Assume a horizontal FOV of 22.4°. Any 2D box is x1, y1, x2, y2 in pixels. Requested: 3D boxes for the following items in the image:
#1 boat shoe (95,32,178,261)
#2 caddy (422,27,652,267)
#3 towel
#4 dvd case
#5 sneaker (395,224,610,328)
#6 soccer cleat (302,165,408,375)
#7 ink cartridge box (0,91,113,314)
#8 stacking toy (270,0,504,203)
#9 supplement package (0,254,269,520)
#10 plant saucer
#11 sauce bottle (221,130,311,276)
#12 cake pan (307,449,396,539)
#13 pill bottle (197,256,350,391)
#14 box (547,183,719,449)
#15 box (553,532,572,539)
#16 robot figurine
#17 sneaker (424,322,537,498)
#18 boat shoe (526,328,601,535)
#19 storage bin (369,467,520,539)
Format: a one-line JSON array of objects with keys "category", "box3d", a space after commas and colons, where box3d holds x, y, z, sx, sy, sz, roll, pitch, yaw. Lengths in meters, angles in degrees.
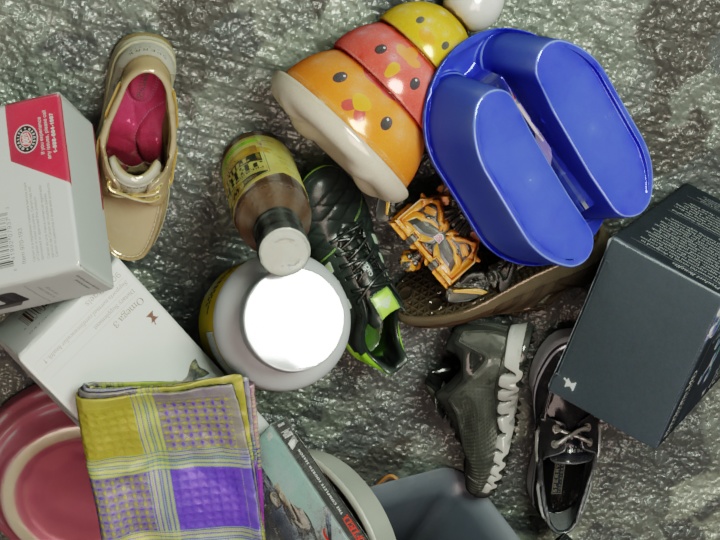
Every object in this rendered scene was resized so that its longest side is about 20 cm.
[{"category": "boat shoe", "box3d": [-0.187, -0.090, 1.488, 0.073, 0.069, 0.201, 2, 118, -9]}, {"category": "caddy", "box3d": [0.136, -0.095, 1.435, 0.141, 0.105, 0.201, -38, 110, -14]}, {"category": "towel", "box3d": [-0.150, 0.171, 1.474, 0.142, 0.023, 0.201, -3, 117, 1]}, {"category": "dvd case", "box3d": [-0.045, 0.240, 1.521, 0.022, 0.200, 0.146, -23, 162, -43]}, {"category": "sneaker", "box3d": [0.129, 0.018, 1.593, 0.199, 0.071, 0.076, -18, 141, 13]}, {"category": "soccer cleat", "box3d": [0.000, 0.000, 1.546, 0.067, 0.081, 0.201, -32, 128, -19]}, {"category": "ink cartridge box", "box3d": [-0.308, -0.041, 1.438, 0.199, 0.083, 0.146, -12, 75, 9]}, {"category": "stacking toy", "box3d": [0.038, -0.168, 1.464, 0.200, 0.146, 0.146, -48, 116, -2]}, {"category": "supplement package", "box3d": [-0.194, 0.091, 1.531, 0.117, 0.117, 0.200, -46, 112, -11]}, {"category": "plant saucer", "box3d": [-0.248, 0.190, 1.645, 0.199, 0.051, 0.202, -3, 119, -5]}, {"category": "sauce bottle", "box3d": [-0.072, -0.053, 1.448, 0.064, 0.200, 0.065, -4, 112, -10]}, {"category": "cake pan", "box3d": [-0.037, 0.241, 1.560, 0.037, 0.200, 0.201, -19, 128, -41]}, {"category": "pill bottle", "box3d": [-0.069, 0.042, 1.491, 0.111, 0.200, 0.113, 1, 87, -11]}, {"category": "box", "box3d": [0.261, 0.033, 1.532, 0.107, 0.200, 0.149, 29, 117, 18]}, {"category": "box", "box3d": [0.111, 0.340, 1.686, 0.049, 0.160, 0.200, 48, 126, 3]}, {"category": "robot figurine", "box3d": [0.108, -0.068, 1.525, 0.200, 0.058, 0.145, -42, 91, 5]}, {"category": "sneaker", "box3d": [0.101, 0.121, 1.650, 0.090, 0.067, 0.201, 12, 129, 6]}, {"category": "boat shoe", "box3d": [0.189, 0.151, 1.673, 0.071, 0.068, 0.201, 1, 119, -9]}, {"category": "storage bin", "box3d": [0.027, 0.275, 1.666, 0.199, 0.146, 0.135, -7, 141, -50]}]
